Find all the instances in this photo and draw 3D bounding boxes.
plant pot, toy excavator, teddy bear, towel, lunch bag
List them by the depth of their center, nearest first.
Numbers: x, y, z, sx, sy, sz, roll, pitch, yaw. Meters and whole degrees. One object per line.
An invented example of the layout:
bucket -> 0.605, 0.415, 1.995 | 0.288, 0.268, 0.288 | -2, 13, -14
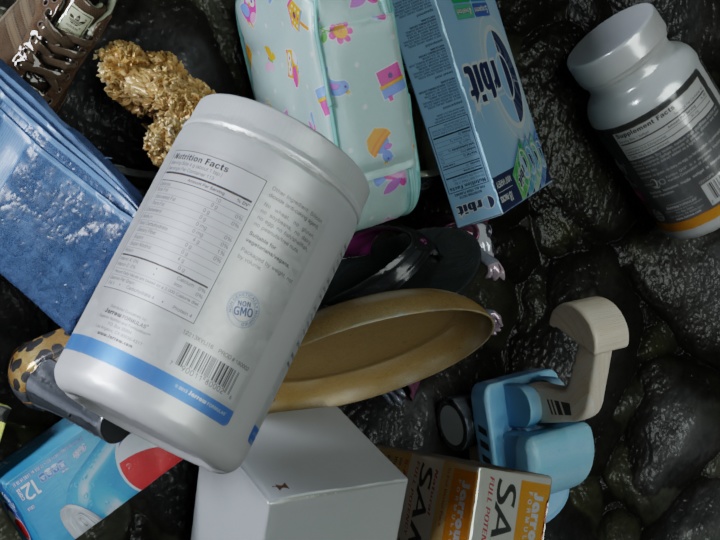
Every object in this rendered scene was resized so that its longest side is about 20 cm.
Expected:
towel -> -0.231, -0.057, 0.851 | 0.200, 0.049, 0.112 | 42, 107, 5
plant pot -> -0.001, 0.057, 0.905 | 0.197, 0.200, 0.028 | -5, 69, -30
teddy bear -> -0.111, -0.100, 0.919 | 0.067, 0.201, 0.144 | -45, 145, 12
lunch bag -> -0.027, -0.136, 0.975 | 0.076, 0.160, 0.203 | -16, 102, -24
toy excavator -> 0.156, 0.121, 1.048 | 0.099, 0.199, 0.198 | -10, 94, -30

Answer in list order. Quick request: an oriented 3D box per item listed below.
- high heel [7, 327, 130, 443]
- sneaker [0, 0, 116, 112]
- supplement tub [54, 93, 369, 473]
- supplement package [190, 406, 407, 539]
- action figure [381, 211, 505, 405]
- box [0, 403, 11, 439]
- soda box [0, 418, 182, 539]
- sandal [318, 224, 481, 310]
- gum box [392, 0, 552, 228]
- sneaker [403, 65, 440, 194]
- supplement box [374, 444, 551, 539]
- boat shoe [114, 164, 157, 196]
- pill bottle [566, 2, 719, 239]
high heel -> -0.156, 0.036, 0.914 | 0.199, 0.141, 0.072 | -40, 129, -32
sneaker -> -0.223, -0.172, 0.905 | 0.070, 0.075, 0.203 | 29, 74, -26
supplement tub -> -0.090, 0.010, 0.785 | 0.131, 0.131, 0.202 | 34, 73, -25
supplement package -> -0.054, 0.220, 0.934 | 0.116, 0.117, 0.203 | -2, 113, -30
action figure -> 0.048, 0.011, 1.068 | 0.147, 0.135, 0.201 | 26, 55, 16
box -> -0.306, 0.180, 0.862 | 0.074, 0.050, 0.203 | 19, 79, -28
soda box -> -0.171, 0.121, 0.932 | 0.199, 0.068, 0.065 | -36, 106, -26
sandal -> 0.000, 0.001, 0.963 | 0.197, 0.048, 0.076 | -10, 55, -8
gum box -> 0.093, -0.151, 1.051 | 0.170, 0.044, 0.203 | -29, 102, -65
sneaker -> 0.020, -0.156, 1.039 | 0.066, 0.089, 0.203 | -24, 100, -27
supplement box -> 0.054, 0.208, 0.986 | 0.073, 0.199, 0.128 | 13, 82, -29
boat shoe -> -0.157, -0.039, 0.946 | 0.200, 0.064, 0.076 | 19, 79, -29
pill bottle -> 0.283, -0.139, 1.180 | 0.116, 0.116, 0.201 | -46, 109, -23
